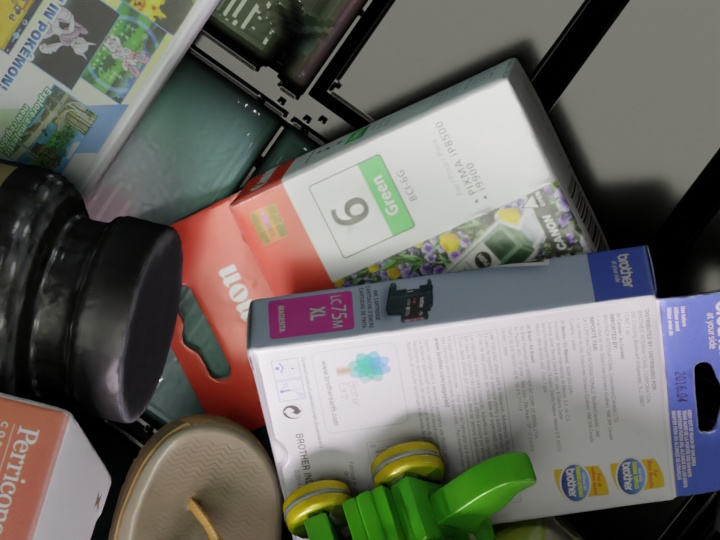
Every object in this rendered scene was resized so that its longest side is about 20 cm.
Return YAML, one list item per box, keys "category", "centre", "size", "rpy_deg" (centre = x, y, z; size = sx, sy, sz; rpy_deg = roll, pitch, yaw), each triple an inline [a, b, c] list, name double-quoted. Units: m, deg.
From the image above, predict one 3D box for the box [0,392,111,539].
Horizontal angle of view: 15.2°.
- category: "box"
  centre: [-0.221, 0.117, 1.087]
  size: [0.200, 0.106, 0.152]
  rpy_deg: [12, 72, 9]

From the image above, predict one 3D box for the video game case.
- category: "video game case"
  centre: [-0.165, -0.126, 1.178]
  size: [0.182, 0.022, 0.200]
  rpy_deg: [35, 106, -1]

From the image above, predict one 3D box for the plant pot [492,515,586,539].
- category: "plant pot"
  centre: [0.071, 0.225, 1.143]
  size: [0.200, 0.199, 0.182]
  rpy_deg: [41, 101, -3]

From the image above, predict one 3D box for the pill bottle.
- category: "pill bottle"
  centre: [-0.182, 0.002, 1.144]
  size: [0.200, 0.112, 0.112]
  rpy_deg: [12, 106, 9]

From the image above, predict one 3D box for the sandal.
- category: "sandal"
  centre: [-0.074, 0.162, 1.169]
  size: [0.080, 0.054, 0.200]
  rpy_deg: [12, 96, -32]

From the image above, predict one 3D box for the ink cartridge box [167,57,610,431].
- category: "ink cartridge box"
  centre: [0.000, 0.000, 1.167]
  size: [0.200, 0.050, 0.109]
  rpy_deg: [-24, 100, 14]

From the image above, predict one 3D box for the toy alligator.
- category: "toy alligator"
  centre: [-0.013, 0.127, 1.125]
  size: [0.200, 0.054, 0.059]
  rpy_deg: [-25, 58, 12]

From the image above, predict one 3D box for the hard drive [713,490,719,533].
- category: "hard drive"
  centre: [0.241, 0.032, 1.146]
  size: [0.139, 0.033, 0.200]
  rpy_deg: [13, 106, 6]

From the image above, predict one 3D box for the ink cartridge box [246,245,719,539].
- category: "ink cartridge box"
  centre: [0.060, 0.053, 1.133]
  size: [0.200, 0.042, 0.119]
  rpy_deg: [-7, 129, 5]
